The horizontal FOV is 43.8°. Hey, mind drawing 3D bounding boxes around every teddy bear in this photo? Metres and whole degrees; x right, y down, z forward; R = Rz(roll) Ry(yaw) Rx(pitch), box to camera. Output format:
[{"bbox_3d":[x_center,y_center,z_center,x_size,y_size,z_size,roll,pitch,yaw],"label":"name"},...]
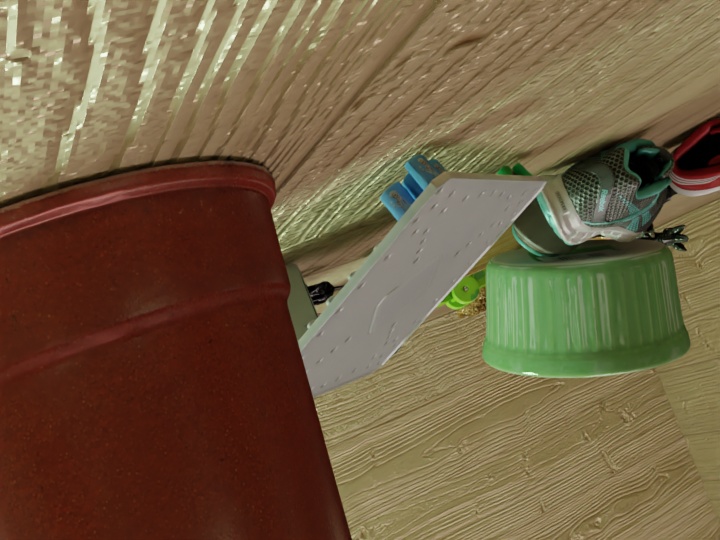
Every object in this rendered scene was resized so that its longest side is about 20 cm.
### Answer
[{"bbox_3d":[0.229,0.007,1.487,0.198,0.068,0.145,-27,-175,-18],"label":"teddy bear"}]

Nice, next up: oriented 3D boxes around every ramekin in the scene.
[{"bbox_3d":[0.213,0.030,0.867,0.196,0.100,0.200,-6,-173,1],"label":"ramekin"}]

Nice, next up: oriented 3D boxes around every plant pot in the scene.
[{"bbox_3d":[-0.094,0.087,0.379,0.197,0.199,0.201,-21,173,-3],"label":"plant pot"}]

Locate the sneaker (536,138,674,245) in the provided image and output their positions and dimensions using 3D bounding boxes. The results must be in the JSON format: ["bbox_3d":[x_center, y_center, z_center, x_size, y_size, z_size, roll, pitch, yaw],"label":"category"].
[{"bbox_3d":[0.232,-0.072,0.761,0.091,0.079,0.198,-32,171,38],"label":"sneaker"}]

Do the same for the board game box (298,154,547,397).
[{"bbox_3d":[0.021,0.008,0.581,0.201,0.026,0.199,-50,163,22],"label":"board game box"}]

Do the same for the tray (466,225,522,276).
[{"bbox_3d":[0.112,-0.013,0.987,0.197,0.038,0.099,-22,174,7],"label":"tray"}]

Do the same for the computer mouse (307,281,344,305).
[{"bbox_3d":[0.000,0.000,0.768,0.197,0.035,0.058,-14,-172,-23],"label":"computer mouse"}]

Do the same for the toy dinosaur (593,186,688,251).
[{"bbox_3d":[0.345,-0.074,1.171,0.133,0.104,0.200,-7,-168,1],"label":"toy dinosaur"}]

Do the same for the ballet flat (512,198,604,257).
[{"bbox_3d":[0.205,-0.061,0.868,0.199,0.067,0.064,-14,143,-57],"label":"ballet flat"}]

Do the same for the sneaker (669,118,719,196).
[{"bbox_3d":[0.393,-0.124,0.860,0.197,0.080,0.115,-26,174,19],"label":"sneaker"}]

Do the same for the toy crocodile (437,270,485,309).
[{"bbox_3d":[0.166,0.001,1.221,0.197,0.063,0.068,-26,174,-10],"label":"toy crocodile"}]

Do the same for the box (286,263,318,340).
[{"bbox_3d":[-0.112,0.064,0.704,0.081,0.069,0.199,-18,172,-37],"label":"box"}]

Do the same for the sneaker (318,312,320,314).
[{"bbox_3d":[-0.045,0.078,0.930,0.196,0.072,0.082,-11,172,-5],"label":"sneaker"}]
